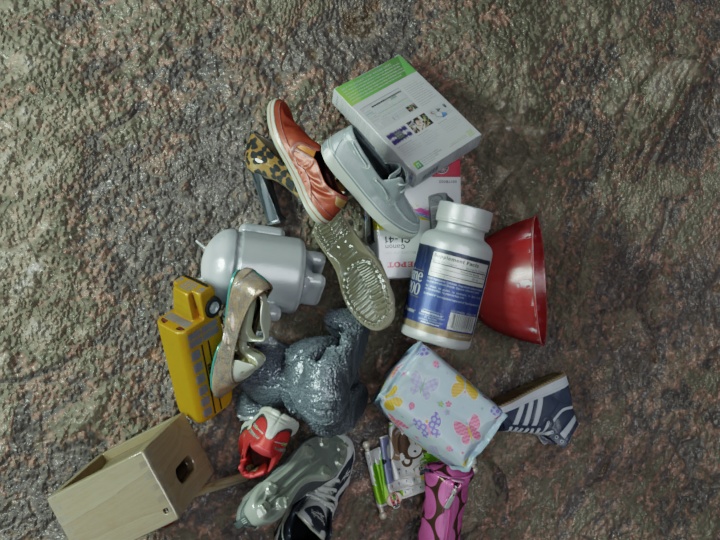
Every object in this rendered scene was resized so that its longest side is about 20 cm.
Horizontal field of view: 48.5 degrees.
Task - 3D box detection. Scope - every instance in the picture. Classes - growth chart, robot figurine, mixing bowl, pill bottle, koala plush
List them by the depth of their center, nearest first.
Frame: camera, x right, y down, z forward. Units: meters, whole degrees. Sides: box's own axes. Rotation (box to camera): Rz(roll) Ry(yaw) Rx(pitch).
[{"bbox_3d":[0.131,0.006,1.174,0.109,0.111,0.204,13,93,-12],"label":"pill bottle"},{"bbox_3d":[-0.100,0.154,1.183,0.196,0.184,0.181,6,109,14],"label":"koala plush"},{"bbox_3d":[-0.152,0.001,1.194,0.196,0.114,0.172,9,49,-12],"label":"robot figurine"},{"bbox_3d":[0.232,0.019,1.259,0.106,0.200,0.204,-3,89,19],"label":"mixing bowl"},{"bbox_3d":[0.097,0.294,1.291,0.197,0.018,0.147,-20,92,-13],"label":"growth chart"}]

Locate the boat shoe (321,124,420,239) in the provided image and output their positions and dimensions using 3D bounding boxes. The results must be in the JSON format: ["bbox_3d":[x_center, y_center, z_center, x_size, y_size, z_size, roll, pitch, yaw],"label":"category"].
[{"bbox_3d":[0.031,-0.126,1.148,0.071,0.071,0.201,-33,119,27],"label":"boat shoe"}]

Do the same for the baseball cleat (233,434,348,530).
[{"bbox_3d":[-0.105,0.300,1.146,0.199,0.106,0.071,-24,82,-47],"label":"baseball cleat"}]

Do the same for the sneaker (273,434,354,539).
[{"bbox_3d":[-0.060,0.345,1.196,0.079,0.129,0.200,37,81,-10],"label":"sneaker"}]

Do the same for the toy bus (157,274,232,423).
[{"bbox_3d":[-0.237,0.112,1.148,0.078,0.064,0.203,-33,130,-39],"label":"toy bus"}]

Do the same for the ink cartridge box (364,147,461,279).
[{"bbox_3d":[0.083,-0.088,1.265,0.145,0.086,0.204,-2,87,-13],"label":"ink cartridge box"}]

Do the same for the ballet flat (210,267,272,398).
[{"bbox_3d":[-0.161,0.098,1.107,0.066,0.068,0.203,20,113,18],"label":"ballet flat"}]

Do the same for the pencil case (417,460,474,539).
[{"bbox_3d":[0.128,0.401,1.243,0.089,0.094,0.204,2,97,-17],"label":"pencil case"}]

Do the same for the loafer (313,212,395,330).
[{"bbox_3d":[0.000,0.000,1.192,0.075,0.068,0.202,-32,68,13],"label":"loafer"}]

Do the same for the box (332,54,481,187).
[{"bbox_3d":[0.070,-0.235,1.234,0.143,0.037,0.201,-32,70,-26],"label":"box"}]

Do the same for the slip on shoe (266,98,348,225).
[{"bbox_3d":[-0.076,-0.165,1.154,0.061,0.074,0.202,-31,74,18],"label":"slip on shoe"}]

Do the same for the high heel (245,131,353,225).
[{"bbox_3d":[-0.077,-0.163,1.214,0.197,0.071,0.145,-16,97,13],"label":"high heel"}]

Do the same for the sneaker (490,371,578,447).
[{"bbox_3d":[0.267,0.250,1.301,0.197,0.070,0.110,-20,91,-17],"label":"sneaker"}]

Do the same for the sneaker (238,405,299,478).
[{"bbox_3d":[-0.149,0.260,1.147,0.076,0.201,0.086,28,57,1],"label":"sneaker"}]

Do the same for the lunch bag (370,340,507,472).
[{"bbox_3d":[0.109,0.201,1.191,0.169,0.200,0.128,39,76,6],"label":"lunch bag"}]

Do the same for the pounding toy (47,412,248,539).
[{"bbox_3d":[-0.287,0.304,1.125,0.182,0.200,0.144,-27,94,10],"label":"pounding toy"}]
